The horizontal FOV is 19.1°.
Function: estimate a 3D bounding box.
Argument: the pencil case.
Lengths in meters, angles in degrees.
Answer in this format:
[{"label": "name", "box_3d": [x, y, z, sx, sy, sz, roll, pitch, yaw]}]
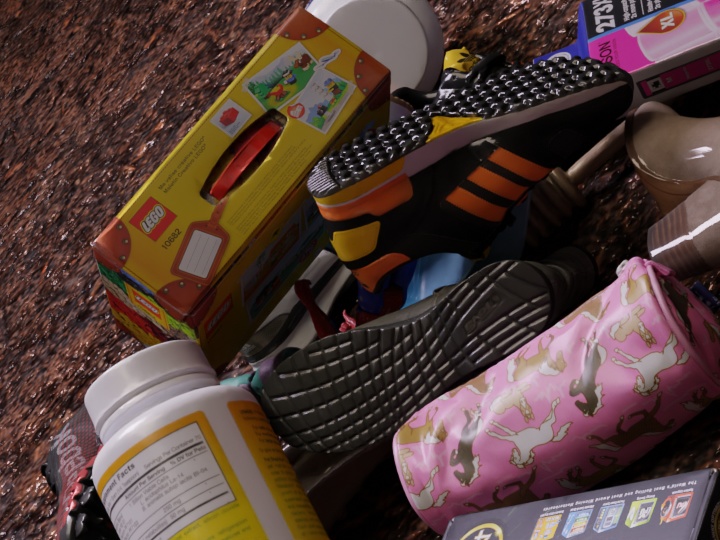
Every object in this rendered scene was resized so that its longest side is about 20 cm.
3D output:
[{"label": "pencil case", "box_3d": [0.108, 0.075, 1.169, 0.200, 0.083, 0.087, -37, 27, 26]}]

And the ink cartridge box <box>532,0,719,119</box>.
[{"label": "ink cartridge box", "box_3d": [0.197, -0.151, 1.341, 0.199, 0.037, 0.095, -23, 38, 18]}]

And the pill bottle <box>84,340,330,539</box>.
[{"label": "pill bottle", "box_3d": [-0.085, 0.144, 1.241, 0.109, 0.109, 0.201, -37, 68, 22]}]

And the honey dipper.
[{"label": "honey dipper", "box_3d": [0.173, -0.094, 1.370, 0.200, 0.038, 0.038, -42, 24, 9]}]

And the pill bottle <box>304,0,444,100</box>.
[{"label": "pill bottle", "box_3d": [0.007, -0.168, 1.611, 0.111, 0.111, 0.200, -46, 7, 5]}]

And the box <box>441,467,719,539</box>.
[{"label": "box", "box_3d": [0.096, 0.188, 1.061, 0.200, 0.049, 0.162, -17, 42, 49]}]

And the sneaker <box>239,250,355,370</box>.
[{"label": "sneaker", "box_3d": [-0.061, -0.022, 1.542, 0.075, 0.115, 0.201, -30, 20, 34]}]

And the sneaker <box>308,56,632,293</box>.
[{"label": "sneaker", "box_3d": [0.073, -0.055, 1.262, 0.199, 0.090, 0.070, -22, 23, -3]}]

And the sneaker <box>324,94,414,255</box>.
[{"label": "sneaker", "box_3d": [-0.034, -0.062, 1.517, 0.200, 0.070, 0.109, -8, 67, 64]}]

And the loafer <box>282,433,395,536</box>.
[{"label": "loafer", "box_3d": [-0.037, 0.147, 1.328, 0.200, 0.068, 0.076, -34, -14, 2]}]

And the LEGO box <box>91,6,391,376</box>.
[{"label": "LEGO box", "box_3d": [-0.069, -0.041, 1.337, 0.200, 0.077, 0.149, -51, -13, -17]}]

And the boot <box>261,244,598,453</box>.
[{"label": "boot", "box_3d": [0.048, 0.048, 1.285, 0.199, 0.068, 0.131, -26, -5, 18]}]

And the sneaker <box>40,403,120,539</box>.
[{"label": "sneaker", "box_3d": [-0.192, 0.158, 1.568, 0.098, 0.071, 0.201, -34, 26, 29]}]

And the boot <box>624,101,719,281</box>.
[{"label": "boot", "box_3d": [0.229, -0.070, 1.216, 0.146, 0.070, 0.200, -31, 29, 20]}]

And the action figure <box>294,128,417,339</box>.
[{"label": "action figure", "box_3d": [0.000, 0.000, 1.365, 0.099, 0.065, 0.201, 29, 117, 46]}]

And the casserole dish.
[{"label": "casserole dish", "box_3d": [0.062, -0.029, 1.389, 0.200, 0.039, 0.122, 150, 132, -64]}]

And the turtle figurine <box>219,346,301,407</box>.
[{"label": "turtle figurine", "box_3d": [-0.108, 0.114, 1.436, 0.200, 0.101, 0.150, -28, 29, 53]}]

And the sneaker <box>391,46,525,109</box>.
[{"label": "sneaker", "box_3d": [0.095, -0.116, 1.446, 0.200, 0.090, 0.070, -23, 12, 47]}]
